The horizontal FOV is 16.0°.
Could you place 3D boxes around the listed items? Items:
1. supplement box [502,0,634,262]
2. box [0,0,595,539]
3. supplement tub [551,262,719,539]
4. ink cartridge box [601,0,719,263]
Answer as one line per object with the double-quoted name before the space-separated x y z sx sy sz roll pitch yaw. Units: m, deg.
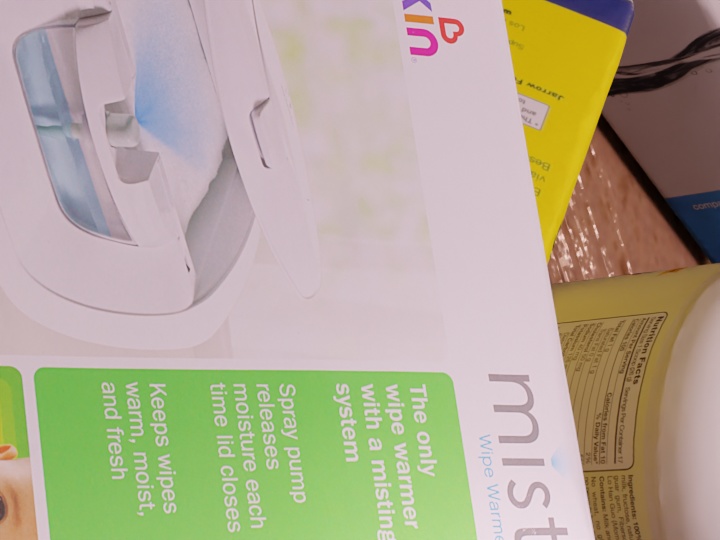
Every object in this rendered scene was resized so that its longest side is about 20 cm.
"supplement box" 0.000 0.000 0.800 0.109 0.109 0.200 21 55 3
"box" -0.054 -0.009 0.605 0.176 0.097 0.200 3 67 -26
"supplement tub" 0.107 0.071 0.879 0.145 0.200 0.145 9 78 -47
"ink cartridge box" 0.150 -0.122 1.039 0.200 0.084 0.145 49 51 -30
